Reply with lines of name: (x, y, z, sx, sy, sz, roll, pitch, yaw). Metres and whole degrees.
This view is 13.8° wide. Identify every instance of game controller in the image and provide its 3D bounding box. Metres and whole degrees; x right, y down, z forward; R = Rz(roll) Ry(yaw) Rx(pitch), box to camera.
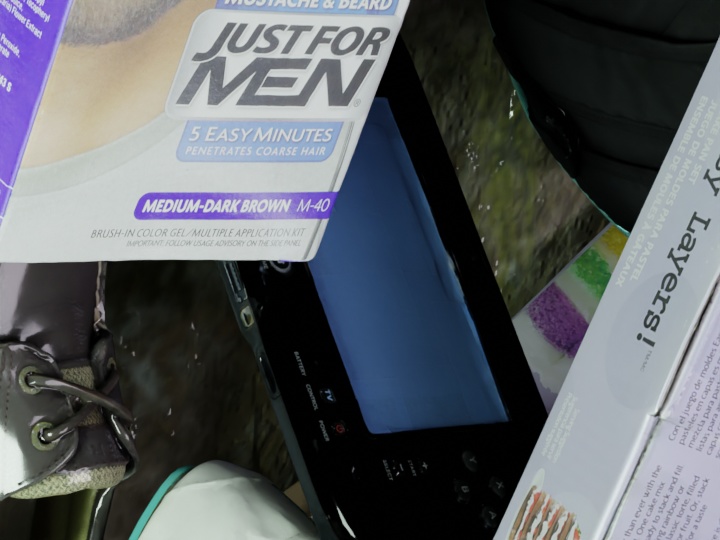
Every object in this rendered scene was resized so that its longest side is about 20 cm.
game controller: (0.000, 0.000, 0.877, 0.104, 0.042, 0.201, 5, 59, -55)

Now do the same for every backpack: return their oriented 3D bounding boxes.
backpack: (0.145, -0.076, 0.983, 0.153, 0.200, 0.176, -49, 123, -27)

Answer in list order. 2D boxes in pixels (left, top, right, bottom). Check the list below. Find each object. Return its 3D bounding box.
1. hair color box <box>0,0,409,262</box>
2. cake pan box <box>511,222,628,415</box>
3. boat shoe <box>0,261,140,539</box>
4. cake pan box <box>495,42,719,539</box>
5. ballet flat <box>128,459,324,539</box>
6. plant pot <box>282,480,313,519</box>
hair color box: (-0.037, -0.100, 0.753, 0.109, 0.065, 0.201, -1, 121, -40)
cake pan box: (0.165, 0.047, 1.078, 0.184, 0.200, 0.052, -41, 156, -30)
boat shoe: (-0.093, 0.048, 0.848, 0.073, 0.065, 0.201, -11, 116, -51)
cake pan box: (0.150, 0.035, 0.849, 0.184, 0.052, 0.201, 19, 96, -34)
ballet flat: (-0.067, 0.146, 0.826, 0.200, 0.069, 0.069, -60, 144, -17)
plant pot: (0.041, 0.118, 1.005, 0.093, 0.200, 0.201, -93, 176, -56)
